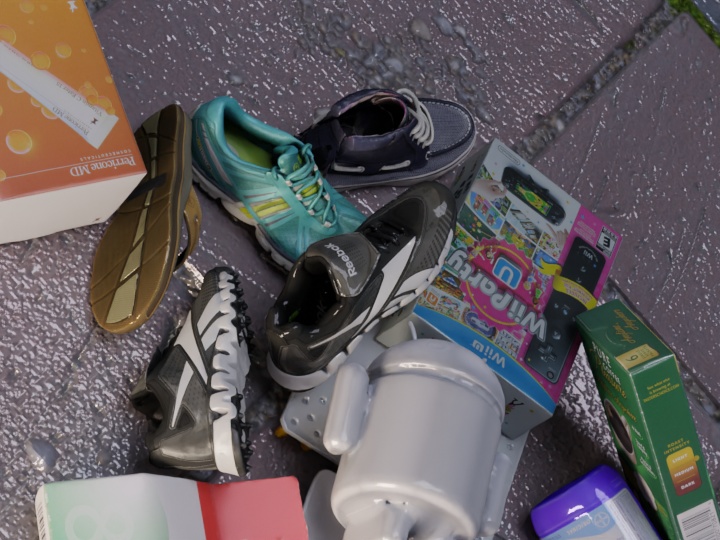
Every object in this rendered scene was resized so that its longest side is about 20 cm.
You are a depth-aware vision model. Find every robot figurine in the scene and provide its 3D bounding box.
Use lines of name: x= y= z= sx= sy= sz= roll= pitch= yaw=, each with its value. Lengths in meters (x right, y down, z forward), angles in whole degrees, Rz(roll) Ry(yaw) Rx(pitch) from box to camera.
robot figurine: x=0.044 y=0.135 z=1.578 sx=0.169 sy=0.113 sz=0.200 roll=35 pitch=53 yaw=-26

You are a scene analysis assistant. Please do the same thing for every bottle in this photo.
bottle: x=0.219 y=0.257 z=1.689 sx=0.200 sy=0.083 sz=0.065 roll=58 pitch=31 yaw=4

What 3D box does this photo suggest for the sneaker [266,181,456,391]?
sneaker: x=0.000 y=0.000 z=1.597 sx=0.066 sy=0.091 sz=0.200 roll=37 pitch=75 yaw=26

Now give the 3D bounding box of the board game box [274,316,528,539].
board game box: x=0.044 y=0.100 z=1.693 sx=0.200 sy=0.026 sz=0.200 roll=34 pitch=53 yaw=-15

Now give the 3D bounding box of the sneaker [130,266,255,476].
sneaker: x=-0.127 y=0.073 z=1.569 sx=0.090 sy=0.067 sz=0.200 roll=-7 pitch=44 yaw=4

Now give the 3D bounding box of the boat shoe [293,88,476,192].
boat shoe: x=0.036 y=-0.116 z=1.751 sx=0.200 sy=0.093 sz=0.075 roll=-19 pitch=78 yaw=-37

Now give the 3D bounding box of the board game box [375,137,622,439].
board game box: x=0.118 y=0.014 z=1.726 sx=0.147 sy=0.064 sz=0.200 roll=36 pitch=54 yaw=-13

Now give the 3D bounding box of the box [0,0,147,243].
box: x=-0.260 y=-0.131 z=1.565 sx=0.124 sy=0.097 sz=0.201 roll=-14 pitch=75 yaw=-32

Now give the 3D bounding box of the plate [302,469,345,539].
plate: x=0.013 y=0.279 z=1.580 sx=0.200 sy=0.032 sz=0.200 roll=33 pitch=54 yaw=-15

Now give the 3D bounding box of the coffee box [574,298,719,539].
coffee box: x=0.236 y=0.134 z=1.686 sx=0.044 sy=0.123 sz=0.201 roll=-23 pitch=114 yaw=-6

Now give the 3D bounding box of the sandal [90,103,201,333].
sandal: x=-0.153 y=-0.037 z=1.614 sx=0.054 sy=0.080 sz=0.201 roll=39 pitch=45 yaw=-37

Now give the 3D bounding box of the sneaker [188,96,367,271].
sneaker: x=-0.057 y=-0.061 z=1.666 sx=0.200 sy=0.080 sz=0.078 roll=36 pitch=54 yaw=-6

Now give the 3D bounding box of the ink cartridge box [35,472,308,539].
ink cartridge box: x=-0.121 y=0.223 z=1.488 sx=0.199 sy=0.050 sz=0.161 roll=-5 pitch=69 yaw=-18
